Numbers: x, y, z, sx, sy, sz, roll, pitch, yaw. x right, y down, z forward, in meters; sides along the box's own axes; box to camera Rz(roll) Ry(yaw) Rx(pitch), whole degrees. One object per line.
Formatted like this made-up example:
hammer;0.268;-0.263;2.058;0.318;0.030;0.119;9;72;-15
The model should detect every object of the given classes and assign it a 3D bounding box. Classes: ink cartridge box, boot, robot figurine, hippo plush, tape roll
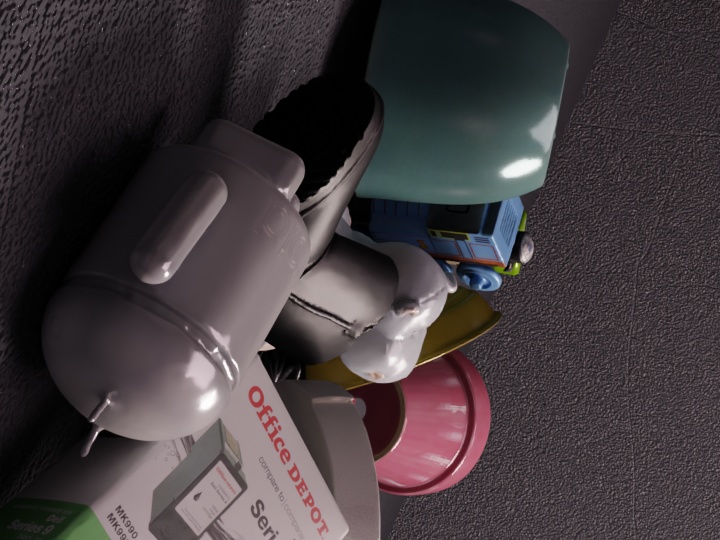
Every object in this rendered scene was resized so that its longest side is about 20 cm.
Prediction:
ink cartridge box;-0.116;0.162;0.758;0.200;0.084;0.147;-43;116;-40
boot;-0.024;-0.028;0.858;0.200;0.077;0.168;-48;145;13
robot figurine;-0.102;0.011;0.704;0.170;0.112;0.201;97;20;-61
hippo plush;0.000;0.000;1.038;0.159;0.160;0.201;-44;154;-62
tape roll;-0.043;0.181;0.922;0.202;0.037;0.205;-177;-90;-66

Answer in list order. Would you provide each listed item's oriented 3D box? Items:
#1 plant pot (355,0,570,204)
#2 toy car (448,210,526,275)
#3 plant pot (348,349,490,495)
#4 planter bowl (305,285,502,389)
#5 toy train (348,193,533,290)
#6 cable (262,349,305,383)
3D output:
plant pot;0.092;-0.148;1.084;0.201;0.159;0.203;11;90;-85
toy car;0.116;-0.115;1.417;0.158;0.163;0.202;62;39;-76
plant pot;0.035;0.172;1.510;0.179;0.199;0.201;15;98;-63
planter bowl;0.024;0.038;1.159;0.084;0.199;0.200;69;20;-5
toy train;0.066;-0.045;1.208;0.087;0.198;0.114;-68;151;-25
cable;-0.080;0.141;1.225;0.163;0.050;0.201;-18;130;-75
